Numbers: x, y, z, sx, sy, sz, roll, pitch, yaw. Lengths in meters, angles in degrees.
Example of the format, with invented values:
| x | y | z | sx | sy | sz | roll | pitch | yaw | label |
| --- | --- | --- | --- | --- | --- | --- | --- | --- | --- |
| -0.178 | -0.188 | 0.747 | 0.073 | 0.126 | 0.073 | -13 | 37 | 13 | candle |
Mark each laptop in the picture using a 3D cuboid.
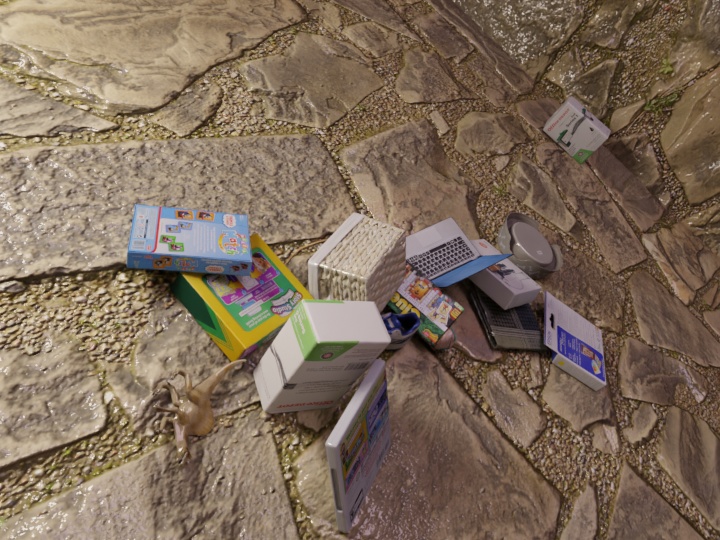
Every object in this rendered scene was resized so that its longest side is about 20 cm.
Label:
| x | y | z | sx | sy | sz | roll | pitch | yaw | label |
| --- | --- | --- | --- | --- | --- | --- | --- | --- | --- |
| 0.197 | -0.046 | 1.477 | 0.185 | 0.116 | 0.201 | -23 | 64 | -22 | laptop |

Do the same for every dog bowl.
| x | y | z | sx | sy | sz | roll | pitch | yaw | label |
| --- | --- | --- | --- | --- | --- | --- | --- | --- | --- |
| 0.460 | -0.064 | 1.819 | 0.198 | 0.059 | 0.202 | 22 | 43 | -22 | dog bowl |

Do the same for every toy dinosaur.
| x | y | z | sx | sy | sz | roll | pitch | yaw | label |
| --- | --- | --- | --- | --- | --- | --- | --- | --- | --- |
| -0.255 | 0.196 | 0.997 | 0.101 | 0.058 | 0.201 | 43 | 44 | -22 | toy dinosaur |

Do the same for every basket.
| x | y | z | sx | sy | sz | roll | pitch | yaw | label |
| --- | --- | --- | --- | --- | --- | --- | --- | --- | --- |
| 0.000 | 0.000 | 1.273 | 0.122 | 0.137 | 0.200 | 14 | 38 | 22 | basket |

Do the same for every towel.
| x | y | z | sx | sy | sz | roll | pitch | yaw | label |
| --- | --- | --- | --- | --- | --- | --- | --- | --- | --- |
| 0.350 | 0.110 | 1.594 | 0.198 | 0.035 | 0.195 | 10 | 51 | -36 | towel |

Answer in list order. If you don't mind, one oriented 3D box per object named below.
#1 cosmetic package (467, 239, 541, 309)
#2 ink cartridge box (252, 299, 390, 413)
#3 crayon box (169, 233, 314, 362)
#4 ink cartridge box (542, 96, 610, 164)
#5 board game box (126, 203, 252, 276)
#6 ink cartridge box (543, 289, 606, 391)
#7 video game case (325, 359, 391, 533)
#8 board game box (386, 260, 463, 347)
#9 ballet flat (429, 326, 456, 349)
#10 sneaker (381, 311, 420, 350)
| x | y | z | sx | sy | sz | roll | pitch | yaw | label |
| --- | --- | --- | --- | --- | --- | --- | --- | --- | --- |
| 0.321 | 0.004 | 1.598 | 0.200 | 0.052 | 0.150 | 44 | 28 | 27 | cosmetic package |
| -0.067 | 0.141 | 1.075 | 0.144 | 0.201 | 0.085 | 4 | 48 | -37 | ink cartridge box |
| -0.201 | 0.044 | 1.167 | 0.173 | 0.058 | 0.199 | 48 | 39 | 7 | crayon box |
| 0.799 | -0.520 | 2.460 | 0.199 | 0.146 | 0.084 | 41 | 40 | 1 | ink cartridge box |
| -0.289 | -0.053 | 1.134 | 0.197 | 0.037 | 0.152 | 4 | 34 | -16 | board game box |
| 0.525 | 0.174 | 1.663 | 0.198 | 0.047 | 0.199 | 32 | 41 | -10 | ink cartridge box |
| 0.002 | 0.272 | 1.047 | 0.022 | 0.184 | 0.200 | 8 | 33 | 22 | video game case |
| 0.107 | 0.055 | 1.379 | 0.199 | 0.024 | 0.105 | 40 | 75 | 12 | board game box |
| 0.130 | 0.080 | 1.407 | 0.067 | 0.068 | 0.201 | -18 | 65 | -29 | ballet flat |
| 0.031 | 0.113 | 1.272 | 0.198 | 0.088 | 0.076 | -9 | 62 | -43 | sneaker |
